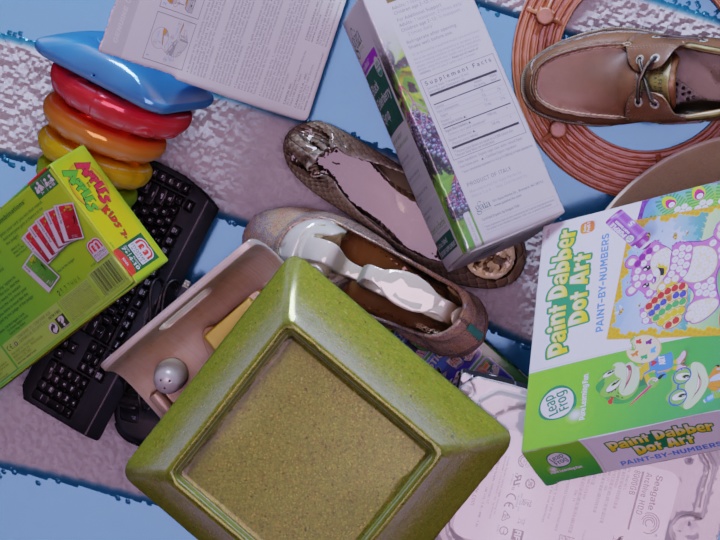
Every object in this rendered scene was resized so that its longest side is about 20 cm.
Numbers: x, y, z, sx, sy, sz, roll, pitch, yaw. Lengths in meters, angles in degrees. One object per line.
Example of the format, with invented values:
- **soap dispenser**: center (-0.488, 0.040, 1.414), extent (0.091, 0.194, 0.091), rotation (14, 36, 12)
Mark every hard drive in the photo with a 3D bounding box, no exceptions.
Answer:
- **hard drive**: center (0.148, 0.158, 1.624), extent (0.199, 0.038, 0.140), rotation (15, 94, 0)

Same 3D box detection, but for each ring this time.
- **ring**: center (0.209, -0.152, 1.722), extent (0.199, 0.019, 0.202), rotation (0, 93, 2)

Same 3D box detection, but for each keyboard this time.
- **keyboard**: center (-0.170, 0.021, 1.709), extent (0.104, 0.040, 0.201), rotation (26, 89, 24)

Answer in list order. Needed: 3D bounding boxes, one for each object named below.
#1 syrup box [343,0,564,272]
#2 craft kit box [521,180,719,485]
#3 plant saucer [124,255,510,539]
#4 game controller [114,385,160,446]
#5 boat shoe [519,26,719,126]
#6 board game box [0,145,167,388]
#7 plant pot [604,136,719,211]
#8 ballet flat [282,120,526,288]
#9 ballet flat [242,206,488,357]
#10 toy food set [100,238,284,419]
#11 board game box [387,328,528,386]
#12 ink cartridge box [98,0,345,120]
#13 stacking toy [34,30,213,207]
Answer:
- **syrup box**: center (0.064, -0.110, 1.676), extent (0.081, 0.079, 0.201), rotation (-22, 84, -14)
- **craft kit box**: center (0.209, 0.033, 1.561), extent (0.197, 0.201, 0.049), rotation (-17, 134, 27)
- **plant saucer**: center (-0.035, 0.128, 1.599), extent (0.199, 0.048, 0.200), rotation (40, 99, 6)
- **game controller**: center (-0.083, 0.081, 1.720), extent (0.199, 0.042, 0.105), rotation (3, 72, 11)
- **boat shoe**: center (0.213, -0.139, 1.679), extent (0.199, 0.068, 0.072), rotation (-4, 95, 3)
- **board game box**: center (-0.240, 0.009, 1.685), extent (0.200, 0.048, 0.102), rotation (-36, 92, 33)
- **plant pot**: center (0.269, 0.022, 1.663), extent (0.200, 0.201, 0.135), rotation (-35, 130, 3)
- **ballet flat**: center (0.031, -0.047, 1.719), extent (0.199, 0.046, 0.068), rotation (32, 95, -1)
- **ballet flat**: center (0.000, 0.000, 1.691), extent (0.199, 0.067, 0.068), rotation (21, 85, 15)
- **toy food set**: center (-0.064, 0.096, 1.650), extent (0.143, 0.060, 0.200), rotation (-40, 94, 10)
- **board game box**: center (0.018, 0.119, 1.740), extent (0.134, 0.029, 0.200), rotation (40, 94, -2)
- **ink cartridge box**: center (-0.093, -0.206, 1.653), extent (0.199, 0.050, 0.162), rotation (15, 96, -43)
- **stacking toy**: center (-0.197, -0.067, 1.706), extent (0.116, 0.110, 0.201), rotation (27, 105, 15)
